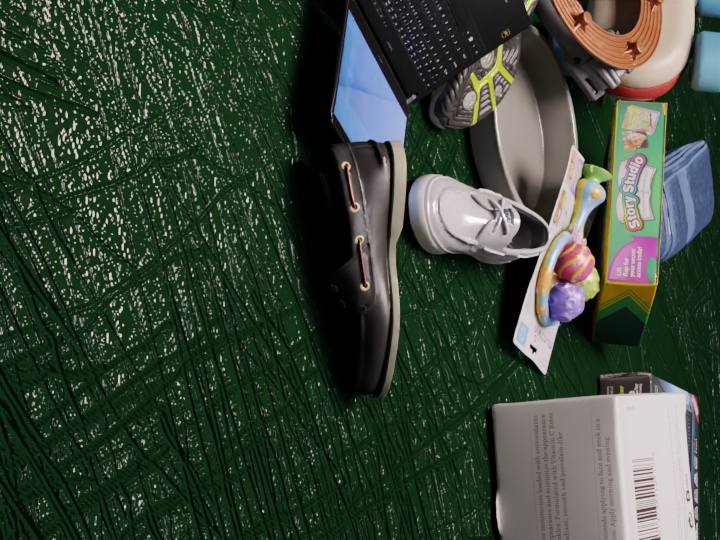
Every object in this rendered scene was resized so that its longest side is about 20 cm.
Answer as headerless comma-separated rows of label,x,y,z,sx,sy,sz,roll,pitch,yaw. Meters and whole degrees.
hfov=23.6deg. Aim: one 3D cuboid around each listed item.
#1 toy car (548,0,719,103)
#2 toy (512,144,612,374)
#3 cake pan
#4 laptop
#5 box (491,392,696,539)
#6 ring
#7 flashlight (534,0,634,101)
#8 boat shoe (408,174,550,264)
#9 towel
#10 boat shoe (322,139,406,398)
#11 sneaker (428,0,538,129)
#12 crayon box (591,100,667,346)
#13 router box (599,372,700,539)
toy car,0.289,-0.234,1.840,0.200,0.183,0.178,89,8,-66
toy,0.207,-0.006,1.661,0.115,0.047,0.202,41,62,-60
cake pan,0.157,-0.136,1.665,0.200,0.036,0.202,19,69,-59
laptop,0.061,-0.166,1.396,0.104,0.199,0.177,57,0,31
box,0.224,0.219,1.617,0.200,0.130,0.201,6,79,-61
ring,0.237,-0.292,1.673,0.200,0.019,0.202,19,63,-41
flashlight,0.196,-0.268,1.679,0.200,0.067,0.068,50,34,-15
boat shoe,0.110,-0.042,1.527,0.200,0.068,0.073,27,61,-57
towel,0.370,-0.082,2.029,0.200,0.048,0.113,-30,111,-59
boat shoe,-0.001,0.000,1.334,0.074,0.063,0.203,-141,-130,-72
sneaker,0.104,-0.217,1.559,0.075,0.076,0.201,45,65,-52
crayon box,0.276,-0.046,1.772,0.173,0.058,0.202,85,10,-68
router box,0.311,0.220,1.845,0.150,0.062,0.202,23,65,-56
